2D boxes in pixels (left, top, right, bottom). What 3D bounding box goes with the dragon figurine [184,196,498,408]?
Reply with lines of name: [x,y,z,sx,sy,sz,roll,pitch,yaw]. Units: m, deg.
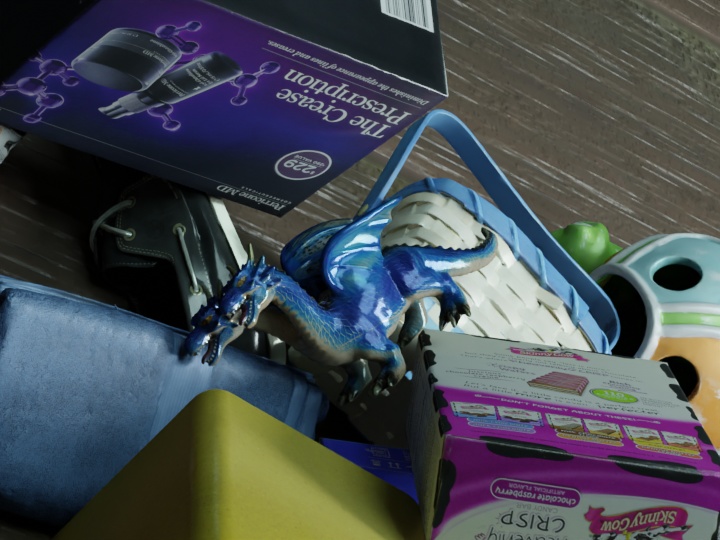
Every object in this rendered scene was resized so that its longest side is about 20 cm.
dragon figurine: [0.000,0.000,1.335,0.200,0.059,0.100,-41,102,-33]

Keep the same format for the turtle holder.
turtle holder: [0.193,0.031,1.629,0.131,0.141,0.186,17,51,-37]

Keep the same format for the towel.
towel: [-0.113,0.079,1.311,0.200,0.048,0.112,20,83,-35]

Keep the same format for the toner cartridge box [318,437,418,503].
toner cartridge box: [0.069,0.149,1.366,0.199,0.095,0.043,9,14,-7]

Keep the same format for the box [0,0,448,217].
box: [-0.077,-0.112,1.320,0.200,0.141,0.079,18,55,-37]

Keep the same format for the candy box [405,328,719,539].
candy box: [0.096,0.089,1.296,0.136,0.061,0.200,8,13,-3]

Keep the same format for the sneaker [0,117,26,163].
sneaker: [-0.216,-0.065,1.316,0.078,0.077,0.200,46,39,-12]

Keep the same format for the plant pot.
plant pot: [-0.054,0.177,1.215,0.200,0.200,0.177,31,30,-27]

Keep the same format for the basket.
basket: [0.057,0.019,1.489,0.176,0.139,0.200,49,45,-8]

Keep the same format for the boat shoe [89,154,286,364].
boat shoe: [-0.110,-0.022,1.402,0.067,0.072,0.200,-18,74,-30]
